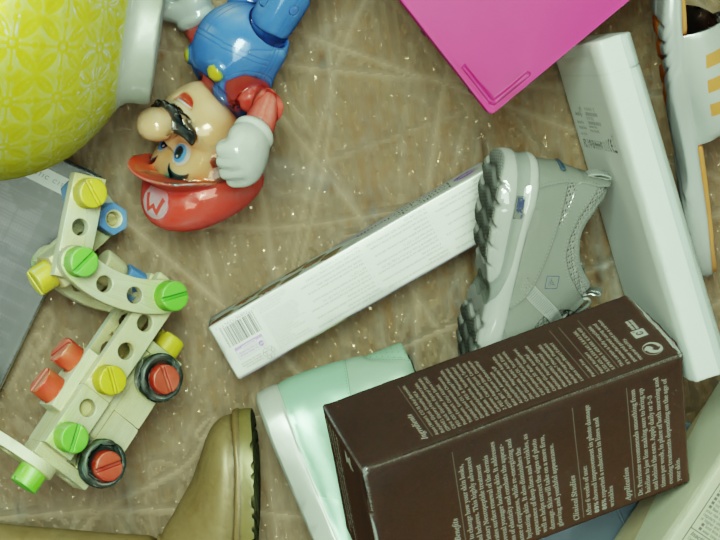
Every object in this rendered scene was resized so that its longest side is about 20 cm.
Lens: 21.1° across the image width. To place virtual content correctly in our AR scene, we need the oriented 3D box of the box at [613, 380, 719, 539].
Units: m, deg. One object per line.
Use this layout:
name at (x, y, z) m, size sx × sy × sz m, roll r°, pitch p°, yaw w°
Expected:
box at (0.231, 0.145, 1.171) m, size 0.095 × 0.078 × 0.201 m, roll 34°, pitch 92°, yaw -9°

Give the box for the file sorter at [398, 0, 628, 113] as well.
file sorter at (0.059, -0.215, 1.129) m, size 0.139 × 0.125 × 0.200 m, roll -39°, pitch 98°, yaw 1°

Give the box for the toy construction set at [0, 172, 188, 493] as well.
toy construction set at (-0.180, 0.053, 1.149) m, size 0.131 × 0.092 × 0.200 m, roll 41°, pitch 85°, yaw -25°

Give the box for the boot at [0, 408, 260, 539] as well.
boot at (-0.162, 0.168, 1.193) m, size 0.198 × 0.066 × 0.176 m, roll 3°, pitch 96°, yaw -2°

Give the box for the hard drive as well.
hard drive at (0.164, -0.041, 1.150) m, size 0.027 × 0.132 × 0.201 m, roll -17°, pitch 97°, yaw -3°

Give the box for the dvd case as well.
dvd case at (-0.268, -0.001, 1.192) m, size 0.148 × 0.016 × 0.201 m, roll 26°, pitch 95°, yaw -4°

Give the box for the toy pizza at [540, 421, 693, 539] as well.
toy pizza at (0.179, 0.191, 1.227) m, size 0.199 × 0.032 × 0.202 m, roll -1°, pitch 97°, yaw -7°

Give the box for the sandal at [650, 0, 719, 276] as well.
sandal at (0.214, -0.097, 1.163) m, size 0.059 × 0.079 × 0.208 m, roll -9°, pitch 116°, yaw 7°

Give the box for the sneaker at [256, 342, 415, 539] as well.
sneaker at (0.027, 0.145, 1.194) m, size 0.118 × 0.074 × 0.201 m, roll -23°, pitch 97°, yaw 0°

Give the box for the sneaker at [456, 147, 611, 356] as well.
sneaker at (0.105, 0.025, 1.161) m, size 0.081 × 0.075 × 0.201 m, roll 3°, pitch 121°, yaw -7°

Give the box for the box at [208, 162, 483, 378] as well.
box at (0.000, 0.000, 1.193) m, size 0.199 × 0.039 × 0.042 m, roll -31°, pitch 99°, yaw 1°

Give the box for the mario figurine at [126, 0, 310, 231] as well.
mario figurine at (-0.088, -0.119, 1.134) m, size 0.105 × 0.123 × 0.201 m, roll 21°, pitch 99°, yaw -4°

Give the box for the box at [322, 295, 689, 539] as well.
box at (0.086, 0.101, 1.121) m, size 0.199 × 0.075 × 0.101 m, roll -19°, pitch 126°, yaw -14°

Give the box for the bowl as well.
bowl at (-0.166, -0.142, 1.090) m, size 0.107 × 0.200 × 0.202 m, roll 8°, pitch 96°, yaw -6°
